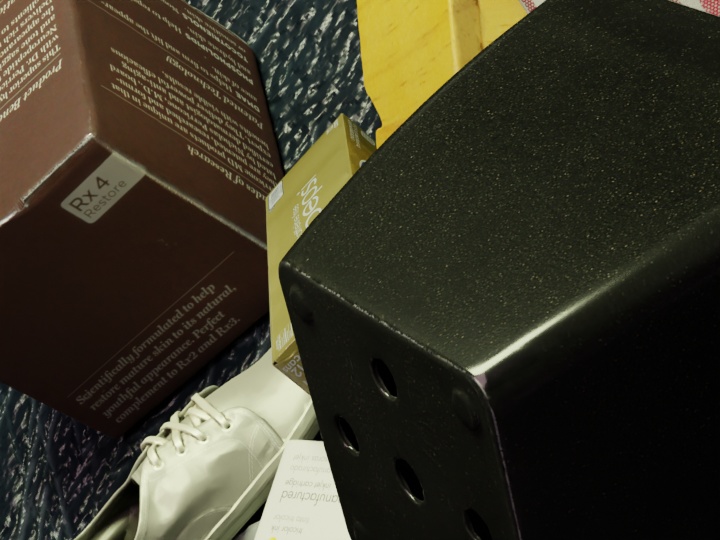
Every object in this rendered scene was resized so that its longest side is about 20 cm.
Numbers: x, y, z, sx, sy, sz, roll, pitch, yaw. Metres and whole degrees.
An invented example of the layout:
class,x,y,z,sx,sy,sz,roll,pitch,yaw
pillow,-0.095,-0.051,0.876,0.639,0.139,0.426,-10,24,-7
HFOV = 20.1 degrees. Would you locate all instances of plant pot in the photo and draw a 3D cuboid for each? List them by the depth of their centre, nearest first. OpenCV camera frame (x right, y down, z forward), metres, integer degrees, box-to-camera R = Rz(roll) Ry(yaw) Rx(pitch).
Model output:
class,x,y,z,sx,sy,sz,roll,pitch,yaw
plant pot,0.087,0.034,0.732,0.176,0.202,0.199,-27,31,-24

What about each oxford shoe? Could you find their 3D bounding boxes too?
class,x,y,z,sx,sy,sz,roll,pitch,yaw
oxford shoe,-0.078,0.094,1.027,0.200,0.058,0.075,-51,23,-9

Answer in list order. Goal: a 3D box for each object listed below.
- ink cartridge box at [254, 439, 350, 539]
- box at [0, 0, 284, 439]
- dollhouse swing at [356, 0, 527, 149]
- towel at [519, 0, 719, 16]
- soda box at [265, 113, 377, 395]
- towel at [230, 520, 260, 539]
class,x,y,z,sx,sy,sz,roll,pitch,yaw
ink cartridge box,-0.001,0.178,0.857,0.115,0.067,0.202,0,61,38
box,-0.154,-0.052,1.139,0.166,0.164,0.201,-39,42,23
dollhouse swing,0.102,-0.165,0.958,0.182,0.174,0.202,170,94,-74
towel,0.152,-0.165,0.871,0.199,0.147,0.030,-31,-1,3
soda box,0.000,0.000,0.960,0.064,0.068,0.200,-46,18,15
towel,-0.040,0.201,0.951,0.192,0.034,0.201,-38,42,25
